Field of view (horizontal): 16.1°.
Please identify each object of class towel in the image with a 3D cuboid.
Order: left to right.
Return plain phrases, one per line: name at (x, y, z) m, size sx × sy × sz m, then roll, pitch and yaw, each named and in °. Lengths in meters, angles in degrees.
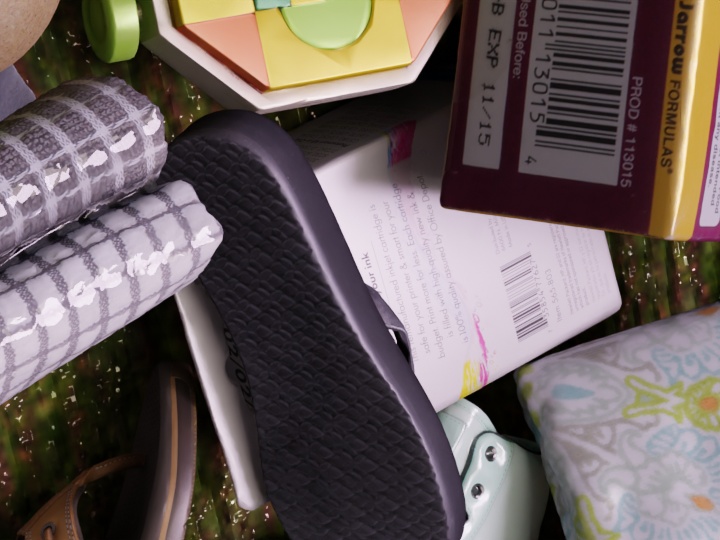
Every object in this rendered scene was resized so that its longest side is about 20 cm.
towel at (-0.158, 0.019, 0.824) m, size 0.165 × 0.200 × 0.086 m, roll -33°, pitch 92°, yaw -33°
towel at (0.171, 0.105, 1.006) m, size 0.171 × 0.048 × 0.200 m, roll -16°, pitch 72°, yaw -6°

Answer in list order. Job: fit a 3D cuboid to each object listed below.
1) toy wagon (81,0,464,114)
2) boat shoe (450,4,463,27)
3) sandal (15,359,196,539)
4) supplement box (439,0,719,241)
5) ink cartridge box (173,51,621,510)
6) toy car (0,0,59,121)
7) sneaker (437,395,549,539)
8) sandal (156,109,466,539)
toy wagon at (-0.035, -0.159, 0.924) m, size 0.155 × 0.040 × 0.200 m, roll -12°, pitch 92°, yaw -24°
boat shoe at (0.027, -0.136, 1.010) m, size 0.201 × 0.072 × 0.066 m, roll 16°, pitch 92°, yaw -32°
sandal at (-0.110, 0.125, 0.952) m, size 0.055 × 0.082 × 0.200 m, roll 24°, pitch 89°, yaw -14°
supplement box at (0.129, -0.080, 0.980) m, size 0.200 × 0.103 × 0.131 m, roll 1°, pitch 97°, yaw -55°
ink cartridge box at (0.000, 0.000, 1.008) m, size 0.200 × 0.068 × 0.115 m, roll -27°, pitch 111°, yaw -31°
toy car at (-0.164, -0.110, 0.856) m, size 0.200 × 0.158 × 0.165 m, roll 22°, pitch 74°, yaw -62°
sneaker at (-0.002, 0.103, 1.015) m, size 0.200 × 0.074 × 0.118 m, roll 5°, pitch 100°, yaw -46°
sandal at (-0.009, 0.031, 0.924) m, size 0.043 × 0.076 × 0.200 m, roll -47°, pitch 123°, yaw -51°
